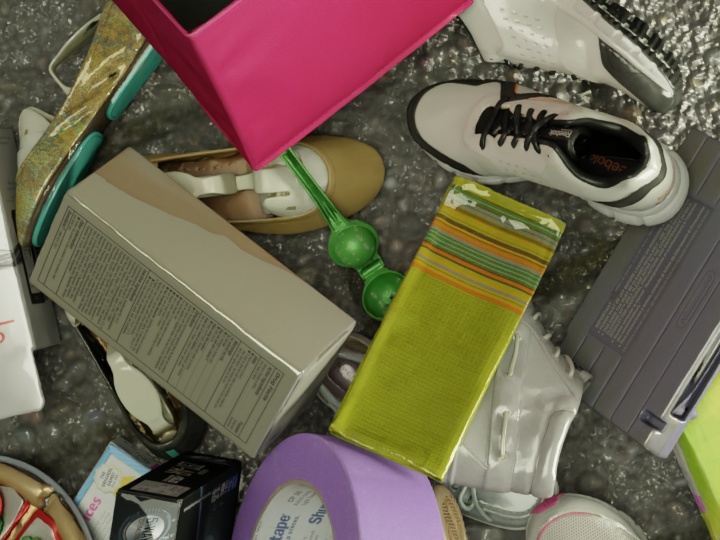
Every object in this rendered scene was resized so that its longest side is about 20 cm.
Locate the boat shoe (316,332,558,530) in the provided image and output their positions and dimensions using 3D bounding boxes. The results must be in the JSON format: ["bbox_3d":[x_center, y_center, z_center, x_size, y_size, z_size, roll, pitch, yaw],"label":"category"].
[{"bbox_3d":[0.046,0.113,1.522,0.202,0.065,0.075,37,96,5],"label":"boat shoe"}]

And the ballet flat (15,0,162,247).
[{"bbox_3d":[-0.200,-0.113,1.543,0.071,0.071,0.201,32,88,5],"label":"ballet flat"}]

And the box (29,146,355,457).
[{"bbox_3d":[-0.113,0.021,1.468,0.200,0.078,0.095,38,130,8],"label":"box"}]

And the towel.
[{"bbox_3d":[0.058,0.035,1.448,0.086,0.018,0.201,21,69,17],"label":"towel"}]

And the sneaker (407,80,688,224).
[{"bbox_3d":[0.121,-0.091,1.474,0.199,0.080,0.074,16,81,22],"label":"sneaker"}]

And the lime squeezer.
[{"bbox_3d":[0.000,0.000,1.512,0.038,0.071,0.201,-33,87,24],"label":"lime squeezer"}]

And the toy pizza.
[{"bbox_3d":[-0.275,0.230,1.557,0.199,0.032,0.201,-3,81,22],"label":"toy pizza"}]

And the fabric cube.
[{"bbox_3d":[-0.069,-0.226,1.414,0.196,0.199,0.200,-39,68,-5],"label":"fabric cube"}]

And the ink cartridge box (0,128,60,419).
[{"bbox_3d":[-0.286,0.009,1.559,0.115,0.068,0.201,-12,90,10],"label":"ink cartridge box"}]

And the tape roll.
[{"bbox_3d":[-0.020,0.211,1.452,0.065,0.200,0.201,10,94,-28],"label":"tape roll"}]

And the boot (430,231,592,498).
[{"bbox_3d":[0.110,0.060,1.483,0.095,0.074,0.201,13,66,5],"label":"boot"}]

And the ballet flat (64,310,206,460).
[{"bbox_3d":[-0.167,0.041,1.545,0.068,0.068,0.201,-30,88,9],"label":"ballet flat"}]

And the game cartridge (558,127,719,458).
[{"bbox_3d":[0.214,0.012,1.472,0.038,0.130,0.201,28,96,-32],"label":"game cartridge"}]

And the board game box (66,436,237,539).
[{"bbox_3d":[-0.174,0.240,1.571,0.134,0.034,0.200,34,96,5],"label":"board game box"}]

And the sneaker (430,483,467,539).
[{"bbox_3d":[0.024,0.233,1.497,0.108,0.070,0.201,-4,123,12],"label":"sneaker"}]

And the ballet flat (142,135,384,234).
[{"bbox_3d":[-0.083,-0.056,1.533,0.199,0.063,0.069,-7,89,7],"label":"ballet flat"}]

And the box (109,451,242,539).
[{"bbox_3d":[-0.128,0.211,1.445,0.043,0.200,0.161,9,93,8],"label":"box"}]

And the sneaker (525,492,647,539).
[{"bbox_3d":[0.182,0.240,1.490,0.081,0.088,0.200,-34,94,7],"label":"sneaker"}]

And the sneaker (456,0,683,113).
[{"bbox_3d":[0.131,-0.163,1.505,0.200,0.074,0.080,36,108,10],"label":"sneaker"}]

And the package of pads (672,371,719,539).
[{"bbox_3d":[0.301,0.139,1.488,0.154,0.068,0.201,-24,89,7],"label":"package of pads"}]
